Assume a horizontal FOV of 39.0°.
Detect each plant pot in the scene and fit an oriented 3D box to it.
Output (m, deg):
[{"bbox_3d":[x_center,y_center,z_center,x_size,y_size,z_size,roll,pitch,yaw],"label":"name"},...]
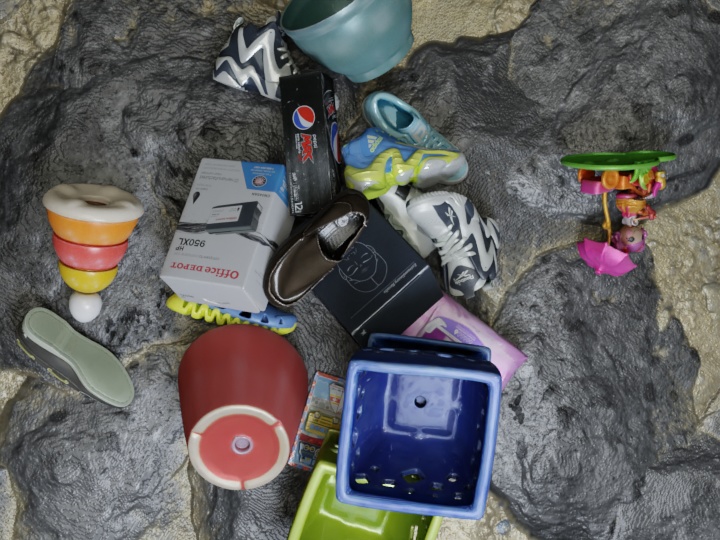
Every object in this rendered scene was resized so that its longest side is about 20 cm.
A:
[{"bbox_3d":[0.080,0.193,1.350,0.197,0.180,0.202,6,104,5],"label":"plant pot"},{"bbox_3d":[-0.002,-0.367,1.508,0.200,0.200,0.135,-40,120,-4],"label":"plant pot"},{"bbox_3d":[0.001,0.355,1.492,0.197,0.182,0.202,19,104,-4],"label":"plant pot"},{"bbox_3d":[-0.170,0.204,1.458,0.198,0.178,0.203,-2,116,-4],"label":"plant pot"}]

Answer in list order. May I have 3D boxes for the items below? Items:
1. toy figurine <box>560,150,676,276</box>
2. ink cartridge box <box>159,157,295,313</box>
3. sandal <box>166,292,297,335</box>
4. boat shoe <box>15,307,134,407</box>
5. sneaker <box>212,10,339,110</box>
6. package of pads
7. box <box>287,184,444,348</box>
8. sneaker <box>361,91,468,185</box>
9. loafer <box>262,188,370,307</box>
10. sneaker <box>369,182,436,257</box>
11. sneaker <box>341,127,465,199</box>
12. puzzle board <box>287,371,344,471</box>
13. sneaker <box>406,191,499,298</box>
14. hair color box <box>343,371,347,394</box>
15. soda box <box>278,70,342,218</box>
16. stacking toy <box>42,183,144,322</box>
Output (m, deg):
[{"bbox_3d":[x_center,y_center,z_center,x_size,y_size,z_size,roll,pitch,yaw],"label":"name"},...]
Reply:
[{"bbox_3d":[0.406,-0.086,1.587,0.198,0.150,0.186,-10,106,-29],"label":"toy figurine"},{"bbox_3d":[-0.186,-0.053,1.476,0.143,0.084,0.202,7,67,22],"label":"ink cartridge box"},{"bbox_3d":[-0.189,0.045,1.539,0.198,0.079,0.088,17,85,-7],"label":"sandal"},{"bbox_3d":[-0.428,0.138,1.525,0.201,0.060,0.072,44,42,-12],"label":"boat shoe"},{"bbox_3d":[-0.115,-0.322,1.539,0.197,0.079,0.131,18,97,5],"label":"sneaker"},{"bbox_3d":[0.147,0.122,1.569,0.199,0.076,0.121,36,89,-4],"label":"package of pads"},{"bbox_3d":[0.000,0.000,1.496,0.148,0.107,0.200,-40,59,-3],"label":"box"},{"bbox_3d":[0.084,-0.201,1.558,0.199,0.082,0.074,34,88,-5],"label":"sneaker"},{"bbox_3d":[-0.062,-0.028,1.400,0.073,0.071,0.200,37,99,-18],"label":"loafer"},{"bbox_3d":[0.059,-0.112,1.567,0.088,0.074,0.201,-34,100,-13],"label":"sneaker"},{"bbox_3d":[0.059,-0.175,1.502,0.198,0.076,0.106,-14,70,-29],"label":"sneaker"},{"bbox_3d":[0.002,0.259,1.587,0.198,0.017,0.152,18,89,-6],"label":"puzzle board"},{"bbox_3d":[0.142,-0.029,1.502,0.079,0.199,0.131,-17,62,29],"label":"sneaker"},{"bbox_3d":[0.080,0.171,1.489,0.197,0.099,0.061,-2,105,7],"label":"hair color box"},{"bbox_3d":[-0.069,-0.180,1.463,0.070,0.063,0.203,-5,89,15],"label":"soda box"},{"bbox_3d":[-0.404,-0.020,1.510,0.144,0.146,0.202,9,109,-5],"label":"stacking toy"}]
